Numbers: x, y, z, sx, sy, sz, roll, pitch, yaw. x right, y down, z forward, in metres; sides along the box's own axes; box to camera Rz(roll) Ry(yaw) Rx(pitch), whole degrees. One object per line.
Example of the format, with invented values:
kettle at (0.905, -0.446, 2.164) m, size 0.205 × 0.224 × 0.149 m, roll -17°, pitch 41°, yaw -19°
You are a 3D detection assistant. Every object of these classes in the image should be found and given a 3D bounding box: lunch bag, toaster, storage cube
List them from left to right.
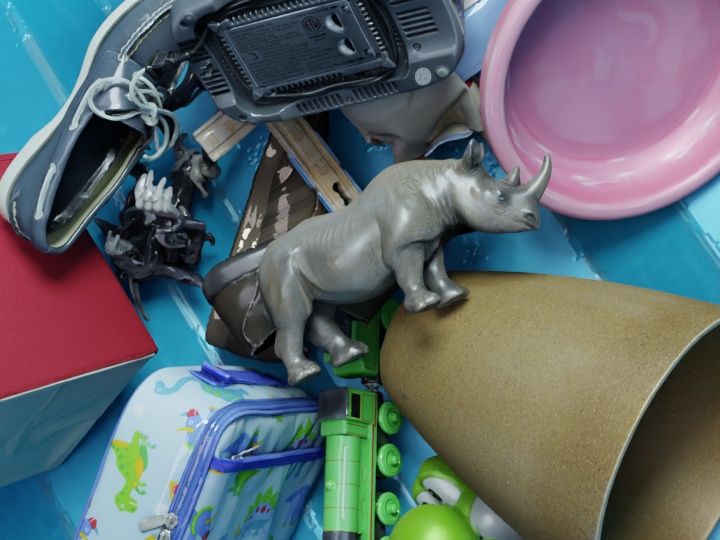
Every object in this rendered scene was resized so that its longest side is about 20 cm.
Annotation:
storage cube at (-0.280, 0.045, 1.007) m, size 0.171 × 0.200 × 0.180 m, roll -45°, pitch 70°, yaw 37°
lunch bag at (-0.096, 0.140, 0.940) m, size 0.082 × 0.200 × 0.161 m, roll 23°, pitch 93°, yaw 20°
toaster at (-0.028, -0.173, 0.887) m, size 0.200 × 0.114 × 0.129 m, roll -12°, pitch 45°, yaw 22°

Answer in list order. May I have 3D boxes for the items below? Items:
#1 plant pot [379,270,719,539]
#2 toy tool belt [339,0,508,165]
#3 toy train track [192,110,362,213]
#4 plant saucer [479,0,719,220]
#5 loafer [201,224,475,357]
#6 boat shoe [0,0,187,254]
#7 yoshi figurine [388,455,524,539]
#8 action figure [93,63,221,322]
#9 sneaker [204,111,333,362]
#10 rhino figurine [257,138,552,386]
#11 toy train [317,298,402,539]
plant pot at (0.116, 0.075, 0.893) m, size 0.200 × 0.186 × 0.187 m, roll 26°, pitch 95°, yaw 35°
toy tool belt at (0.080, -0.142, 0.959) m, size 0.200 × 0.123 × 0.125 m, roll -35°, pitch 43°, yaw 7°
toy train track at (-0.033, -0.084, 0.969) m, size 0.115 × 0.033 × 0.200 m, roll -44°, pitch 108°, yaw -22°
plant saucer at (0.163, -0.128, 0.892) m, size 0.201 × 0.200 × 0.051 m, roll -45°, pitch 34°, yaw 12°
loafer at (0.000, 0.000, 0.941) m, size 0.200 × 0.073 × 0.071 m, roll -23°, pitch 76°, yaw 7°
boat shoe at (-0.160, -0.100, 0.949) m, size 0.200 × 0.075 × 0.062 m, roll -51°, pitch 50°, yaw -3°
yoshi figurine at (0.094, 0.204, 0.916) m, size 0.200 × 0.112 × 0.112 m, roll 39°, pitch 106°, yaw 22°
action figure at (-0.143, -0.066, 1.028) m, size 0.119 × 0.102 × 0.200 m, roll 29°, pitch 96°, yaw 35°
sneaker at (-0.045, -0.033, 1.019) m, size 0.075 × 0.070 × 0.200 m, roll 19°, pitch 89°, yaw -6°
rhino figurine at (0.025, -0.016, 0.863) m, size 0.200 × 0.060 × 0.088 m, roll -31°, pitch 80°, yaw 12°
toy train at (-0.002, 0.106, 0.966) m, size 0.042 × 0.056 × 0.200 m, roll -13°, pitch 69°, yaw 41°
